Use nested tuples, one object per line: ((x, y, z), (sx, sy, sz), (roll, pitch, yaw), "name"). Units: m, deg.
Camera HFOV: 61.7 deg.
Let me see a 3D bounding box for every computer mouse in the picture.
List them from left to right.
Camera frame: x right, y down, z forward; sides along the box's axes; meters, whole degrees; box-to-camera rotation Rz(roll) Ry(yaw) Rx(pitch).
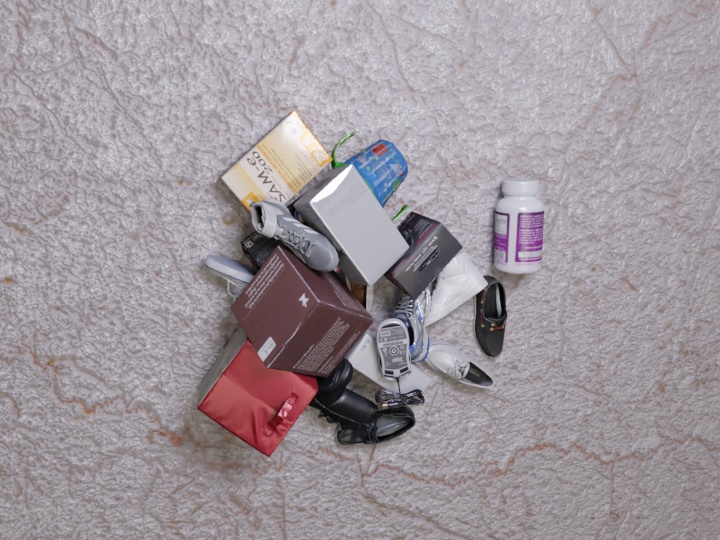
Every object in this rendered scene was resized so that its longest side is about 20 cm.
((0.076, 0.193, 1.275), (0.106, 0.044, 0.206), (-6, 104, 0), "computer mouse")

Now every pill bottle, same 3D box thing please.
((0.362, -0.103, 1.375), (0.109, 0.112, 0.206), (-4, 103, -15), "pill bottle")

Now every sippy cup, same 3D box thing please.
((0.027, -0.198, 1.258), (0.130, 0.139, 0.180), (-41, 135, -15), "sippy cup")

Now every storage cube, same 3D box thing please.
((-0.211, 0.233, 1.239), (0.179, 0.200, 0.172), (37, 92, -14), "storage cube")

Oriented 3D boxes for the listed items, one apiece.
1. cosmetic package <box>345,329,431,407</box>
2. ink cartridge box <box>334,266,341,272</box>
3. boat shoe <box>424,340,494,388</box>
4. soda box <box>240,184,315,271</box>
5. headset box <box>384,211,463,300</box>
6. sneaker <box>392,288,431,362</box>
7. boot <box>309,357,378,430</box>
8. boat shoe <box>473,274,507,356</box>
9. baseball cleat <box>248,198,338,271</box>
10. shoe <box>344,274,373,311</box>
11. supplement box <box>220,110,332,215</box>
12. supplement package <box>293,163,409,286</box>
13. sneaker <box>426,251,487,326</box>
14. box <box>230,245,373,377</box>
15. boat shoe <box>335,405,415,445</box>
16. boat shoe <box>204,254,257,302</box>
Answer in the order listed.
((0.053, 0.209, 1.352), (0.198, 0.113, 0.082), (37, 90, -17), "cosmetic package")
((-0.090, -0.040, 1.301), (0.194, 0.037, 0.097), (-9, 103, -12), "ink cartridge box")
((0.234, 0.230, 1.431), (0.197, 0.066, 0.073), (31, 92, -19), "boat shoe")
((-0.146, -0.083, 1.231), (0.199, 0.063, 0.071), (-40, 83, -15), "soda box")
((0.116, -0.034, 1.272), (0.077, 0.200, 0.149), (43, 89, -19), "headset box")
((0.109, 0.099, 1.327), (0.084, 0.076, 0.206), (9, 73, -51), "sneaker")
((-0.031, 0.274, 1.310), (0.161, 0.074, 0.197), (33, 134, -20), "boot")
((0.312, 0.115, 1.433), (0.072, 0.063, 0.207), (-12, 106, -16), "boat shoe")
((-0.134, -0.061, 1.133), (0.198, 0.106, 0.071), (37, 112, 19), "baseball cleat")
((0.000, 0.000, 1.279), (0.068, 0.053, 0.206), (-2, 105, 9), "shoe")
((-0.171, -0.208, 1.221), (0.200, 0.073, 0.126), (-43, 108, -3), "supplement box")
((-0.019, -0.087, 1.178), (0.117, 0.116, 0.201), (-42, 107, -15), "supplement package")
((0.181, 0.040, 1.384), (0.198, 0.074, 0.117), (-35, 92, 1), "sneaker")
((-0.112, 0.088, 1.194), (0.167, 0.165, 0.199), (-49, 146, 12), "box")
((0.040, 0.370, 1.404), (0.194, 0.066, 0.077), (-9, 104, -14), "boat shoe")
((-0.243, 0.041, 1.260), (0.199, 0.075, 0.088), (25, 98, -29), "boat shoe")
